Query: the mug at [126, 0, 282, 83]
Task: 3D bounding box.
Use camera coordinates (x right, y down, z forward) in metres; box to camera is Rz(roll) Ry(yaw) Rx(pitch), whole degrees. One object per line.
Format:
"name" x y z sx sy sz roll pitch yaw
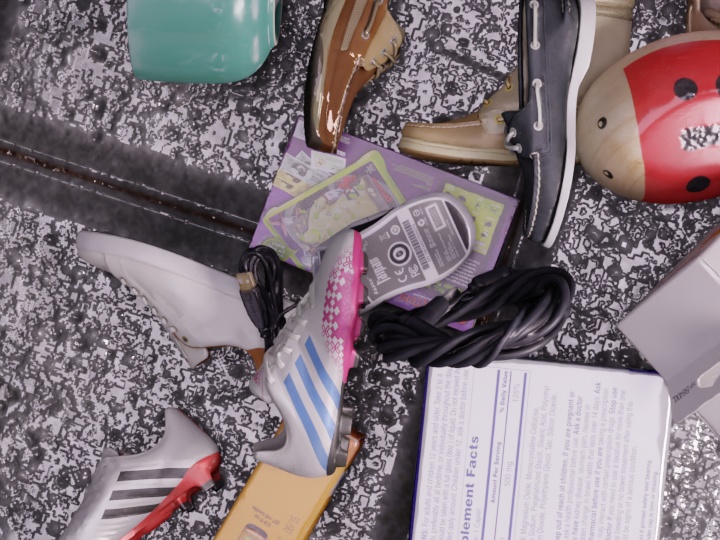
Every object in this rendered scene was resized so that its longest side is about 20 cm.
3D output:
"mug" -0.121 -0.244 1.676 0.113 0.152 0.187 4 90 2

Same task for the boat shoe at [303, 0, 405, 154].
"boat shoe" 0.000 -0.194 1.696 0.073 0.076 0.202 12 82 -4

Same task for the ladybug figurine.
"ladybug figurine" 0.268 -0.116 1.626 0.198 0.072 0.137 -15 109 -2

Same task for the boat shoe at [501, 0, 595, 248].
"boat shoe" 0.139 -0.120 1.622 0.060 0.076 0.202 8 85 -7

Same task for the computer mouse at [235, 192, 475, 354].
"computer mouse" 0.000 0.000 1.684 0.199 0.044 0.110 -25 101 -3

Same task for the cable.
"cable" 0.085 0.034 1.603 0.162 0.200 0.051 -11 100 -1

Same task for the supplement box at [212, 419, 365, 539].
"supplement box" -0.074 0.207 1.711 0.066 0.069 0.201 31 91 6

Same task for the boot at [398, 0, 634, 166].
"boot" 0.129 -0.163 1.687 0.198 0.073 0.157 -1 93 1

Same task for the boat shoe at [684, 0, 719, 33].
"boat shoe" 0.294 -0.194 1.679 0.071 0.065 0.202 -7 89 6

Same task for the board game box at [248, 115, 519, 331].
"board game box" 0.020 -0.038 1.723 0.199 0.032 0.121 22 89 5

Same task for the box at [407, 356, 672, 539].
"box" 0.144 0.162 1.670 0.198 0.105 0.186 6 90 5

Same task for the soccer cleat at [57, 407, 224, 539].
"soccer cleat" -0.206 0.195 1.727 0.200 0.069 0.085 -37 78 1

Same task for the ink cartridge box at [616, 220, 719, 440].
"ink cartridge box" 0.307 0.022 1.597 0.125 0.129 0.200 47 53 4

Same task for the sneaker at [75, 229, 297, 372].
"sneaker" -0.153 0.030 1.715 0.199 0.073 0.085 22 89 4

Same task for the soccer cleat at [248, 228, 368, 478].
"soccer cleat" -0.042 0.065 1.633 0.086 0.070 0.202 7 97 -1
